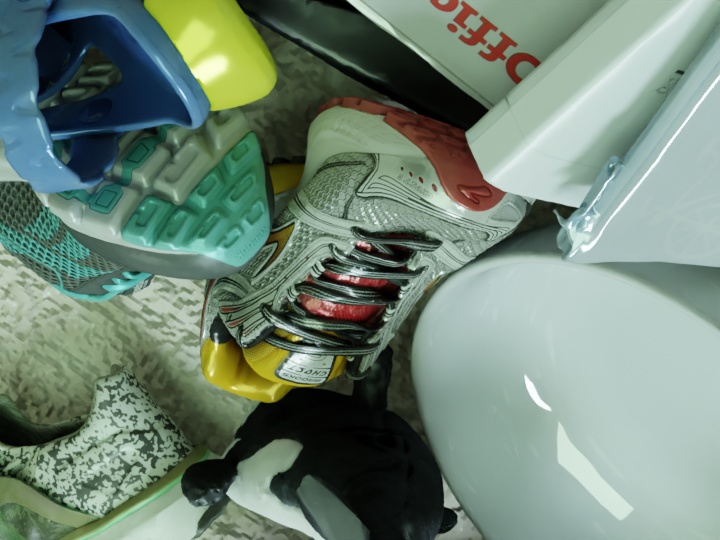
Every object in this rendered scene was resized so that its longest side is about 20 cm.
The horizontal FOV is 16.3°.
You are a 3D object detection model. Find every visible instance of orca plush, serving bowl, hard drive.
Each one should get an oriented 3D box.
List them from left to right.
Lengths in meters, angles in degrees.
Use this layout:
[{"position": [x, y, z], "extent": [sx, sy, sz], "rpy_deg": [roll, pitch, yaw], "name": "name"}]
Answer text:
[{"position": [-0.011, 0.059, 0.918], "extent": [0.104, 0.200, 0.072], "rpy_deg": [10, 93, 2], "name": "orca plush"}, {"position": [0.115, 0.058, 0.897], "extent": [0.199, 0.066, 0.201], "rpy_deg": [30, 144, 25], "name": "serving bowl"}, {"position": [0.142, -0.084, 0.768], "extent": [0.200, 0.131, 0.027], "rpy_deg": [-41, 57, 31], "name": "hard drive"}]

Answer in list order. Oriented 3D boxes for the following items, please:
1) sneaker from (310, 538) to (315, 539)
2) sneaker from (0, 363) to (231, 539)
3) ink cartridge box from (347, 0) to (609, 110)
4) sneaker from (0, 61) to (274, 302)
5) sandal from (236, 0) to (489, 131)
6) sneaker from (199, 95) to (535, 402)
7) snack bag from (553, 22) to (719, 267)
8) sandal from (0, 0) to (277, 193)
[{"position": [-0.015, 0.136, 0.960], "extent": [0.199, 0.074, 0.087], "rpy_deg": [-6, 163, 41], "name": "sneaker"}, {"position": [-0.142, 0.093, 1.049], "extent": [0.199, 0.077, 0.089], "rpy_deg": [-25, 98, 27], "name": "sneaker"}, {"position": [0.068, -0.160, 0.773], "extent": [0.144, 0.084, 0.200], "rpy_deg": [37, 128, -7], "name": "ink cartridge box"}, {"position": [-0.088, -0.026, 0.911], "extent": [0.199, 0.078, 0.092], "rpy_deg": [24, 150, 49], "name": "sneaker"}, {"position": [0.001, -0.092, 0.866], "extent": [0.200, 0.075, 0.048], "rpy_deg": [29, 92, 1], "name": "sandal"}, {"position": [0.000, 0.000, 0.864], "extent": [0.077, 0.083, 0.200], "rpy_deg": [20, 160, -16], "name": "sneaker"}, {"position": [0.181, -0.058, 0.764], "extent": [0.199, 0.022, 0.189], "rpy_deg": [4, 138, -31], "name": "snack bag"}, {"position": [-0.118, -0.083, 0.858], "extent": [0.200, 0.087, 0.080], "rpy_deg": [26, 153, 51], "name": "sandal"}]
